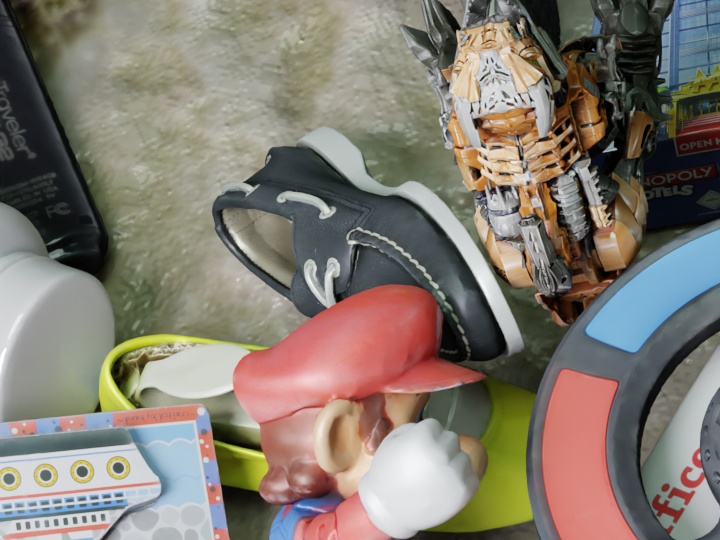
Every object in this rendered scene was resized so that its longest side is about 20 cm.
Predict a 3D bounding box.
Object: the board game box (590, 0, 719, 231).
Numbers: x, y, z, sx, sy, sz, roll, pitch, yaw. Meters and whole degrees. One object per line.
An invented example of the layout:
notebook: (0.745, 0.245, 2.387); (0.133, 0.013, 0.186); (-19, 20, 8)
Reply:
board game box: (0.180, -0.124, 1.181); (0.200, 0.062, 0.200); (-10, 53, 8)

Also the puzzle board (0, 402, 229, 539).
puzzle board: (-0.139, 0.129, 1.026); (0.200, 0.017, 0.151); (-5, 74, -19)

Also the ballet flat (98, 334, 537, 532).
ballet flat: (-0.011, 0.057, 1.096); (0.200, 0.067, 0.067); (6, 56, 18)

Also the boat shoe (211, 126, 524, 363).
boat shoe: (0.000, 0.000, 1.103); (0.060, 0.076, 0.200); (-29, 21, -12)

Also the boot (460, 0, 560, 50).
boot: (0.013, -0.142, 1.245); (0.130, 0.068, 0.200); (-16, 45, 9)

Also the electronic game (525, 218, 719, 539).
electronic game: (0.154, 0.057, 0.962); (0.200, 0.042, 0.200); (-8, 52, 10)

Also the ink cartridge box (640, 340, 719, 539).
ink cartridge box: (0.194, 0.110, 0.992); (0.200, 0.083, 0.147); (21, 63, 27)

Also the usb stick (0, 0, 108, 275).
usb stick: (-0.162, -0.068, 1.250); (0.055, 0.033, 0.200); (-19, 51, -10)

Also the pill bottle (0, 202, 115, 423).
pill bottle: (-0.201, 0.011, 1.151); (0.200, 0.109, 0.109); (17, 61, 27)

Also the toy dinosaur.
toy dinosaur: (0.066, -0.036, 1.039); (0.102, 0.200, 0.136); (2, 52, -3)

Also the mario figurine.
mario figurine: (0.008, 0.105, 1.002); (0.123, 0.106, 0.200); (7, 86, 45)
